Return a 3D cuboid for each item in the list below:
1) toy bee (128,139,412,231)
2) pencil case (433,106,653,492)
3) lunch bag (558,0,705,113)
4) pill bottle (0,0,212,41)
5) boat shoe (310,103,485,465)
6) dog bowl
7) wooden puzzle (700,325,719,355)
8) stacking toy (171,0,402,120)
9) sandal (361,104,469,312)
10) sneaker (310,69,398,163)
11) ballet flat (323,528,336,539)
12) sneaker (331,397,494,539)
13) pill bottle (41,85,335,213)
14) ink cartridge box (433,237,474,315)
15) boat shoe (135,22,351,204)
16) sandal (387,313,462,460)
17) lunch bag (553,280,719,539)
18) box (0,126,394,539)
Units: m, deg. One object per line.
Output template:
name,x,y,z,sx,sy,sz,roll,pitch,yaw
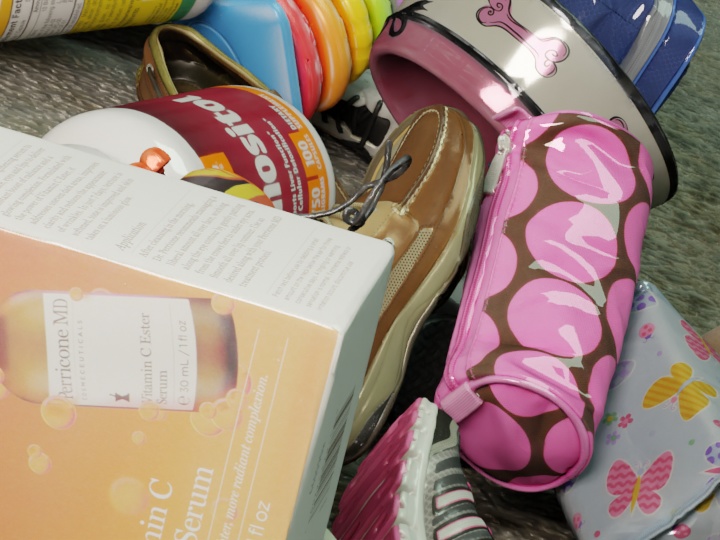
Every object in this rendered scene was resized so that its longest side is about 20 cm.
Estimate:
toy bee,-0.067,-0.004,1.262,0.109,0.200,0.131,35,13,6
pencil case,0.091,0.011,1.418,0.094,0.091,0.200,39,46,-30
lunch bag,0.139,-0.139,1.820,0.132,0.200,0.136,30,18,-19
pill bottle,-0.185,-0.184,1.517,0.200,0.113,0.113,-10,44,-27
boat shoe,0.000,0.000,1.384,0.074,0.076,0.200,31,67,-19
dog bowl,0.087,-0.091,1.587,0.200,0.074,0.200,43,-13,13
wooden puzzle,0.266,0.091,1.579,0.200,0.185,0.046,31,60,-14
stacking toy,-0.010,-0.157,1.650,0.200,0.110,0.116,-29,38,-30
sandal,0.025,-0.007,1.471,0.200,0.054,0.080,-57,136,-38
sneaker,-0.011,-0.108,1.736,0.200,0.074,0.080,38,31,24
ballet flat,-0.056,0.115,1.211,0.200,0.070,0.067,42,24,18
sneaker,0.041,0.141,1.294,0.087,0.074,0.200,27,29,-17
pill bottle,-0.102,-0.030,1.380,0.113,0.113,0.200,41,23,14
ink cartridge box,0.057,-0.001,1.624,0.109,0.050,0.200,37,23,5
boat shoe,-0.066,-0.065,1.530,0.072,0.068,0.200,-30,52,-26
sandal,0.063,0.067,1.496,0.048,0.075,0.200,20,2,39
lunch bag,0.192,0.128,1.454,0.200,0.127,0.170,45,14,-35
box,-0.106,0.045,1.109,0.200,0.152,0.106,16,22,7
